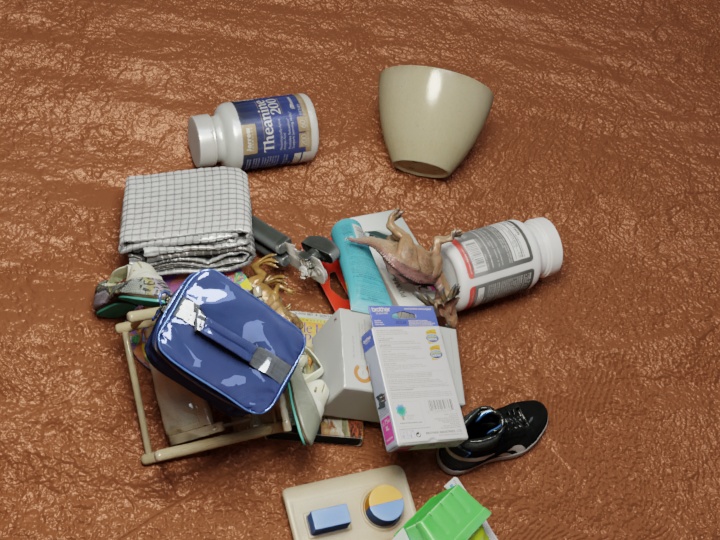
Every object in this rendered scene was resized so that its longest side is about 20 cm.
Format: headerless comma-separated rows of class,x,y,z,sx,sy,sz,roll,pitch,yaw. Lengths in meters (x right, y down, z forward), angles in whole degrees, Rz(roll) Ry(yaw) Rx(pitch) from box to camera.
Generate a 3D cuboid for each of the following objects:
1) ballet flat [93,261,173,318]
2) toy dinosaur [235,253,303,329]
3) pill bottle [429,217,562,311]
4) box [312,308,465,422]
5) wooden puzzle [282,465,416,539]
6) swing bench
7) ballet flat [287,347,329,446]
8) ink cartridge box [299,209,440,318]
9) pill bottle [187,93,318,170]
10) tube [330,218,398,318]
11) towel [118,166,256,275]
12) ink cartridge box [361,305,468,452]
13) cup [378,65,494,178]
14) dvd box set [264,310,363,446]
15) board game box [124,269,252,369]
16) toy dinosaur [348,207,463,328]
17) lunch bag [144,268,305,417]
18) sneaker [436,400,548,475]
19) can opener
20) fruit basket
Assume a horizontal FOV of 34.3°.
ballet flat,-0.322,0.023,1.649,0.071,0.199,0.073,7,79,-37
toy dinosaur,-0.164,0.024,1.750,0.197,0.061,0.106,22,44,21
pill bottle,0.217,-0.015,1.859,0.197,0.116,0.117,-15,62,-23
box,0.039,0.146,1.693,0.197,0.098,0.126,11,56,-25
wooden puzzle,0.003,0.369,1.599,0.182,0.047,0.202,-9,60,-19
swing bench,-0.215,0.144,1.603,0.197,0.130,0.203,-10,84,-22
ballet flat,-0.077,0.159,1.629,0.063,0.068,0.201,-20,39,-5
ink cartridge box,0.022,0.000,1.821,0.171,0.044,0.201,-11,52,-27
pill bottle,-0.175,-0.222,1.894,0.197,0.112,0.112,-10,61,-20
tube,0.000,0.000,1.740,0.076,0.051,0.201,7,35,-21
towel,-0.258,-0.068,1.748,0.196,0.087,0.167,-7,42,-3
ink cartridge box,0.071,0.148,1.620,0.118,0.042,0.203,1,66,-31
cup,0.115,-0.238,1.952,0.197,0.200,0.146,12,82,-6
dvd box set,-0.067,0.157,1.727,0.144,0.030,0.203,7,57,-10
board game box,-0.251,0.057,1.700,0.157,0.039,0.201,33,72,21
toy dinosaur,0.080,-0.004,1.728,0.197,0.086,0.137,21,50,-20
lunch bag,-0.177,0.089,1.487,0.198,0.132,0.137,33,71,-13
sneaker,0.210,0.229,1.702,0.198,0.112,0.074,-22,66,-26
can opener,-0.114,-0.039,1.790,0.198,0.053,0.066,26,55,33
fruit basket,0.135,0.405,1.571,0.185,0.093,0.202,-32,94,-50
